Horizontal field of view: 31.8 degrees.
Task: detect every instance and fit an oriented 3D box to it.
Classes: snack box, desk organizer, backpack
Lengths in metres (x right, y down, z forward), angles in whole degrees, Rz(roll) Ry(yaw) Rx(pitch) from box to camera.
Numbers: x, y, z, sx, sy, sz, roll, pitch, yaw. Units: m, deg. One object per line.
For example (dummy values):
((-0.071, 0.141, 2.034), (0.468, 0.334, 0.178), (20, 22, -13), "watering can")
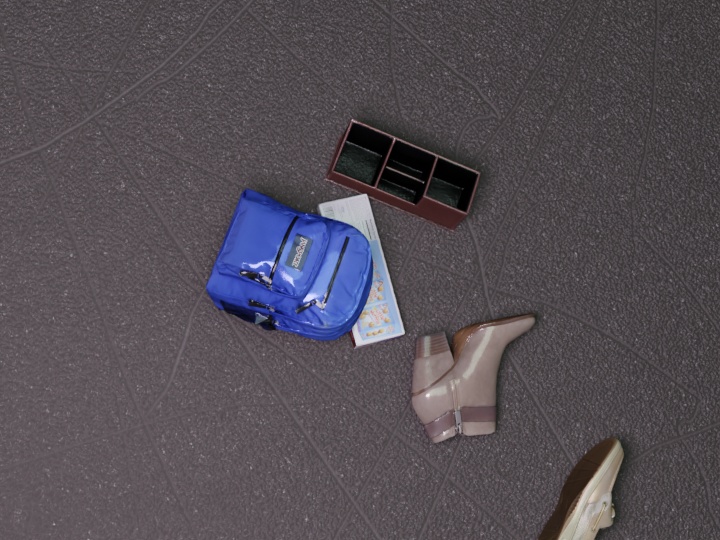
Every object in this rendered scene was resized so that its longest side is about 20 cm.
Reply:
((0.000, 0.000, 1.721), (0.071, 0.024, 0.203), (-13, 79, -14), "snack box")
((0.059, -0.130, 1.738), (0.198, 0.077, 0.073), (22, 73, -6), "desk organizer")
((-0.084, 0.002, 1.624), (0.198, 0.168, 0.164), (20, 81, 3), "backpack")

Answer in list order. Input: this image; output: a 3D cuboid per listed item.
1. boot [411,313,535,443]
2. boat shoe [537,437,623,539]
((0.159, 0.147, 1.704), (0.197, 0.070, 0.148), (-12, 86, -13), "boot")
((0.303, 0.319, 1.688), (0.065, 0.072, 0.201), (35, 74, -11), "boat shoe")
